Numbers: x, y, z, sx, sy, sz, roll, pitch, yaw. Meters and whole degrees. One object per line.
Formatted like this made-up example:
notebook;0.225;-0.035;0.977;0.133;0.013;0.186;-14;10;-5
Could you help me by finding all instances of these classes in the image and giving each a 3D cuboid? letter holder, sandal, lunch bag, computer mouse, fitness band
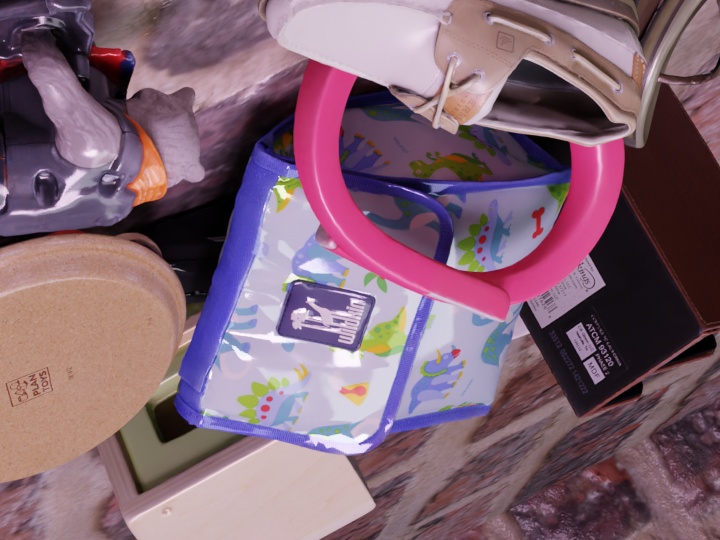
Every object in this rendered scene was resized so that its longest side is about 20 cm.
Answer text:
letter holder;0.149;-0.032;1.417;0.100;0.201;0.142;-37;165;32
sandal;0.199;-0.147;1.276;0.202;0.057;0.080;-57;176;17
lunch bag;0.000;0.000;1.308;0.199;0.127;0.171;-6;125;-40
computer mouse;-0.113;0.014;1.378;0.199;0.046;0.140;-19;162;-37
fitness band;0.050;-0.058;1.208;0.199;0.145;0.037;24;175;-34

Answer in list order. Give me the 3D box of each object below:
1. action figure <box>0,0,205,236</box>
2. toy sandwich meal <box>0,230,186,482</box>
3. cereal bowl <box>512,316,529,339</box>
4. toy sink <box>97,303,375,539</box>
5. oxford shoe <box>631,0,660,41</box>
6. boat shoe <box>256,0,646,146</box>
action figure;-0.157;-0.031;1.016;0.192;0.105;0.200;-17;162;-11
toy sandwich meal;-0.187;0.039;1.248;0.204;0.070;0.206;-20;145;-15
cereal bowl;0.042;0.016;1.570;0.199;0.084;0.200;-17;-178;1
toy sink;-0.096;0.075;1.449;0.130;0.201;0.112;-28;137;2
oxford shoe;0.123;-0.158;1.228;0.085;0.073;0.200;-49;170;-17
boat shoe;0.049;-0.104;1.119;0.199;0.069;0.075;4;153;-24
